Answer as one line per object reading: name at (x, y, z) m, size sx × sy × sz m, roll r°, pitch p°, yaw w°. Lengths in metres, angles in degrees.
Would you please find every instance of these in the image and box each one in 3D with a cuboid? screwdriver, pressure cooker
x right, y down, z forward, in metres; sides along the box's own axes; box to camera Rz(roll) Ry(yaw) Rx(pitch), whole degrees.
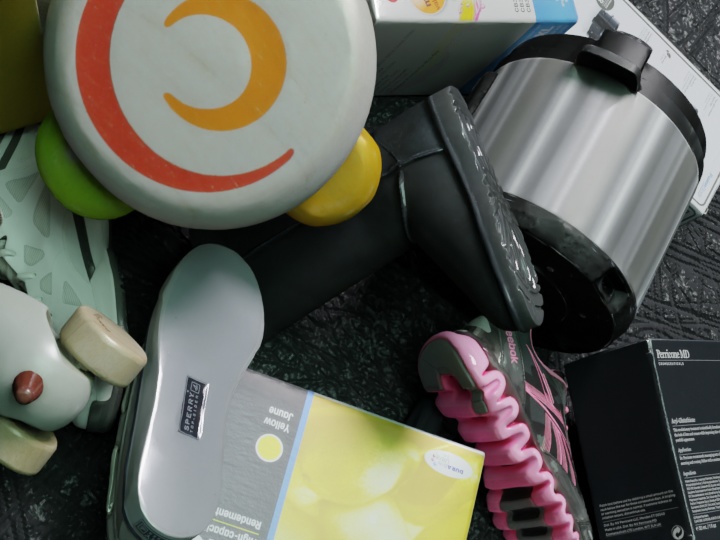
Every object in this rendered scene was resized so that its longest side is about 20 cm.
screwdriver at (0.011, 0.168, 0.854) m, size 0.028 × 0.029 × 0.201 m, roll 36°, pitch 55°, yaw -13°
pressure cooker at (0.147, -0.065, 0.919) m, size 0.179 × 0.175 × 0.201 m, roll 44°, pitch 66°, yaw -28°

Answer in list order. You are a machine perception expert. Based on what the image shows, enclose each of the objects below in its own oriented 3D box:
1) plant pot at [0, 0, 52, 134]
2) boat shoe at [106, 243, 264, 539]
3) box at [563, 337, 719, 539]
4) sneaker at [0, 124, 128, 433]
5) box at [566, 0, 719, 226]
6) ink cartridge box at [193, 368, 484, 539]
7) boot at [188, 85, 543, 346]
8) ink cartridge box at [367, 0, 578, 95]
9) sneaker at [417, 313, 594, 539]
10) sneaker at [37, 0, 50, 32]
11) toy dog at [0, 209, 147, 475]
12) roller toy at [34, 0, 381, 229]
plant pot at (-0.296, -0.167, 0.705) m, size 0.175 × 0.200 × 0.201 m, roll -29°, pitch 76°, yaw -17°
boat shoe at (-0.108, 0.076, 0.769) m, size 0.071 × 0.066 × 0.202 m, roll 26°, pitch 49°, yaw -29°
box at (0.244, 0.126, 0.938) m, size 0.199 × 0.078 × 0.143 m, roll 5°, pitch 72°, yaw -47°
sneaker at (-0.205, 0.005, 0.781) m, size 0.114 × 0.076 × 0.203 m, roll -3°, pitch 67°, yaw -20°
box at (0.213, -0.139, 1.054) m, size 0.200 × 0.060 × 0.117 m, roll 41°, pitch 59°, yaw -10°
ink cartridge box at (-0.036, 0.178, 0.804) m, size 0.195 × 0.047 × 0.202 m, roll 20°, pitch 62°, yaw -11°
boot at (0.000, -0.001, 0.814) m, size 0.066 × 0.198 × 0.167 m, roll 33°, pitch 35°, yaw -61°
ink cartridge box at (0.032, -0.209, 0.941) m, size 0.198 × 0.125 × 0.130 m, roll -7°, pitch 76°, yaw -31°
sneaker at (0.121, 0.112, 0.895) m, size 0.095 × 0.079 × 0.202 m, roll -37°, pitch 108°, yaw -36°
sneaker at (-0.125, -0.146, 0.867) m, size 0.199 × 0.077 × 0.082 m, roll 37°, pitch 52°, yaw -15°
toy dog at (-0.215, 0.025, 0.694) m, size 0.198 × 0.096 × 0.133 m, roll 21°, pitch 86°, yaw 2°
roller toy at (-0.081, -0.120, 0.751) m, size 0.197 × 0.140 × 0.185 m, roll 4°, pitch 97°, yaw -4°
